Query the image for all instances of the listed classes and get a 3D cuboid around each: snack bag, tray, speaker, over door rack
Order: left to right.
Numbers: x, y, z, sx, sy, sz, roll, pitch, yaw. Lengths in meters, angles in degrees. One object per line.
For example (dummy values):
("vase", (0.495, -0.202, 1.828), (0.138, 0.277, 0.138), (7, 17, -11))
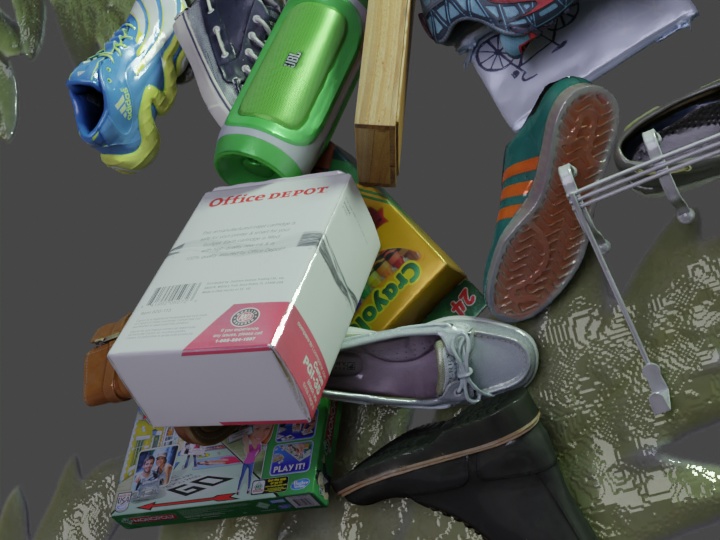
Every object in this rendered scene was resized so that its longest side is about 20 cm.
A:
("speaker", (-0.055, -0.160, 1.034), (0.088, 0.089, 0.200), (8, 61, 28))
("tray", (0.023, -0.182, 0.997), (0.037, 0.099, 0.201), (4, 65, 3))
("snack bag", (0.160, -0.237, 1.011), (0.188, 0.021, 0.200), (-32, 66, 16))
("over door rack", (0.249, -0.011, 0.873), (0.147, 0.067, 0.200), (-22, 94, 21))

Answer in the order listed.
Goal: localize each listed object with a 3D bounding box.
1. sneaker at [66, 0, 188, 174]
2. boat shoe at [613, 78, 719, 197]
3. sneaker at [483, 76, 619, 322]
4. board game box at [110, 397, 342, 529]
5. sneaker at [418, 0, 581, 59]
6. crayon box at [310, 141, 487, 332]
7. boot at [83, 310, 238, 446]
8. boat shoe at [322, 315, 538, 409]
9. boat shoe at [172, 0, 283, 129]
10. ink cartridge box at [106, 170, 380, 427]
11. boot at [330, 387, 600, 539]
("sneaker", (-0.225, -0.199, 1.147), (0.076, 0.105, 0.201), (2, 79, 27))
("boat shoe", (0.289, -0.114, 0.892), (0.201, 0.060, 0.072), (-22, 69, 20))
("sneaker", (0.146, -0.058, 0.953), (0.080, 0.071, 0.200), (-126, 54, -68))
("board game box", (-0.113, 0.148, 1.020), (0.199, 0.029, 0.135), (-12, 49, 24))
("sneaker", (0.143, -0.223, 0.975), (0.199, 0.079, 0.096), (1, 96, 29))
("crayon box", (0.000, 0.000, 1.016), (0.127, 0.051, 0.200), (-48, 62, 8))
("boot", (-0.179, 0.090, 1.030), (0.155, 0.077, 0.200), (-17, 39, 16))
("boat shoe", (0.041, 0.077, 0.937), (0.201, 0.065, 0.075), (2, 100, 3))
("boat shoe", (-0.102, -0.196, 1.100), (0.093, 0.075, 0.200), (-41, 62, 21))
("ink cartridge box", (-0.082, 0.020, 0.922), (0.146, 0.083, 0.200), (-5, 39, 26))
("boot", (0.078, 0.188, 0.923), (0.200, 0.077, 0.139), (-27, 93, 42))
